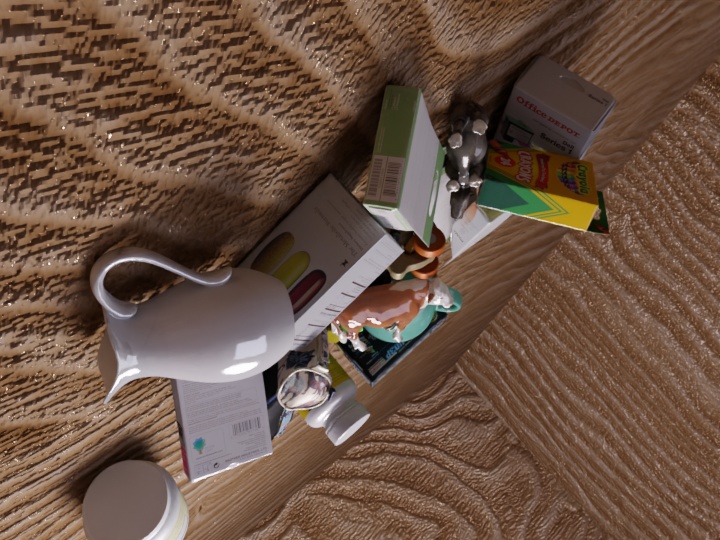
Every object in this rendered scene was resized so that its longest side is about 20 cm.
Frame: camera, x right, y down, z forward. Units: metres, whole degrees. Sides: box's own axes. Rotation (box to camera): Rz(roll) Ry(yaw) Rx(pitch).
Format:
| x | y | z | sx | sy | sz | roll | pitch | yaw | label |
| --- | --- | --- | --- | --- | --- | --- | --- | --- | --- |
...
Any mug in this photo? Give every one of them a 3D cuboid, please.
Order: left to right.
| x | y | z | sx | sy | sz | roll | pitch | yaw | label |
| --- | --- | --- | --- | --- | --- | --- | --- | --- | --- |
| 0.078 | 0.036 | 1.062 | 0.184 | 0.153 | 0.115 | -28 | 160 | -7 | mug |

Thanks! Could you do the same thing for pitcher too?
| x | y | z | sx | sy | sz | roll | pitch | yaw | label |
| --- | --- | --- | --- | --- | --- | --- | --- | --- | --- |
| -0.172 | 0.044 | 0.609 | 0.198 | 0.122 | 0.173 | -8 | 131 | -26 | pitcher |

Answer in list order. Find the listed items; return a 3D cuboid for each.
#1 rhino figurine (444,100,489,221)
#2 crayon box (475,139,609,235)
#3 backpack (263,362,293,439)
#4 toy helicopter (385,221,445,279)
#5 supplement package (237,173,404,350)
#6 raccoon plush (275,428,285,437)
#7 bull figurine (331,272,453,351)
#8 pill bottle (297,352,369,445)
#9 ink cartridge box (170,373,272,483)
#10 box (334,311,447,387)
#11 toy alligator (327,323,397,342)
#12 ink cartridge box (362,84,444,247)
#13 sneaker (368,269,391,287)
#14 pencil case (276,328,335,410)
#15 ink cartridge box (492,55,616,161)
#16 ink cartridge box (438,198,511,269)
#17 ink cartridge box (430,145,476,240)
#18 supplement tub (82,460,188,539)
| x | y | z | sx | sy | sz | roll | pitch | yaw | label |
| --- | --- | --- | --- | --- | --- | --- | --- | --- | --- |
| 0.153 | -0.154 | 0.858 | 0.088 | 0.059 | 0.201 | -78 | 170 | -46 | rhino figurine |
| 0.282 | -0.128 | 0.884 | 0.128 | 0.198 | 0.051 | -70 | 173 | -49 | crayon box |
| -0.186 | 0.219 | 0.944 | 0.182 | 0.135 | 0.201 | -35 | 160 | -24 | backpack |
| 0.021 | -0.040 | 0.870 | 0.198 | 0.133 | 0.079 | -19 | 152 | -13 | toy helicopter |
| -0.059 | -0.004 | 0.756 | 0.200 | 0.114 | 0.109 | -45 | 162 | 6 | supplement package |
| -0.227 | 0.326 | 1.180 | 0.133 | 0.097 | 0.200 | -30 | 159 | -14 | raccoon plush |
| 0.044 | 0.062 | 0.912 | 0.198 | 0.066 | 0.122 | -5 | 136 | -15 | bull figurine |
| -0.076 | 0.208 | 1.050 | 0.111 | 0.200 | 0.112 | -38 | 161 | -16 | pill bottle |
| -0.190 | 0.167 | 0.788 | 0.118 | 0.203 | 0.042 | -11 | -170 | -31 | ink cartridge box |
| 0.044 | 0.097 | 1.128 | 0.200 | 0.159 | 0.046 | -40 | 163 | -11 | box |
| -0.039 | 0.083 | 0.995 | 0.060 | 0.198 | 0.055 | -78 | 156 | -52 | toy alligator |
| 0.062 | -0.122 | 0.744 | 0.200 | 0.047 | 0.147 | 35 | 65 | -72 | ink cartridge box |
| 0.000 | 0.000 | 0.931 | 0.199 | 0.091 | 0.076 | -27 | 158 | -38 | sneaker |
| -0.081 | 0.112 | 0.871 | 0.089 | 0.078 | 0.201 | -38 | -151 | 18 | pencil case |
| 0.306 | -0.228 | 0.971 | 0.084 | 0.144 | 0.201 | -48 | 165 | -22 | ink cartridge box |
| 0.213 | -0.090 | 1.018 | 0.162 | 0.050 | 0.200 | -33 | 173 | -29 | ink cartridge box |
| 0.131 | -0.132 | 0.970 | 0.145 | 0.048 | 0.201 | -37 | 140 | -20 | ink cartridge box |
| -0.361 | 0.395 | 0.946 | 0.144 | 0.145 | 0.201 | -34 | 160 | -26 | supplement tub |
